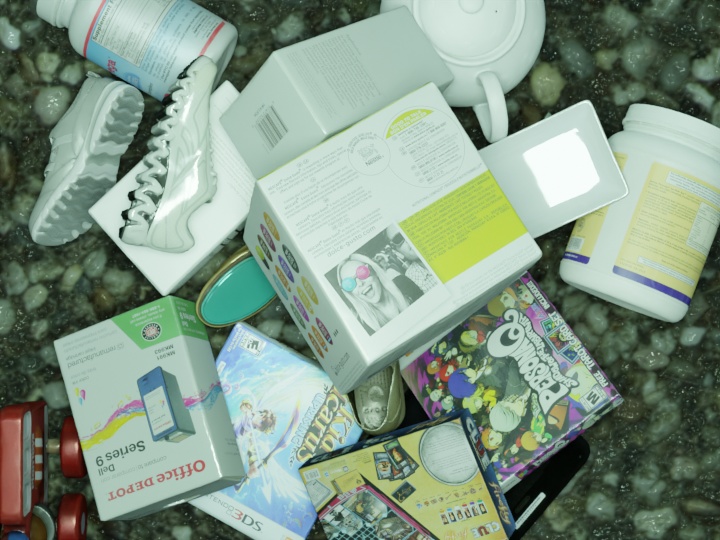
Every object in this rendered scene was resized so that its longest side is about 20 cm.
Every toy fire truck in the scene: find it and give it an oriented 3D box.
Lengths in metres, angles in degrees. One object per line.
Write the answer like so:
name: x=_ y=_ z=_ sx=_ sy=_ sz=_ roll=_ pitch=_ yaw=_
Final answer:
toy fire truck: x=-0.352 y=0.236 z=1.384 sx=0.110 sy=0.168 sz=0.203 roll=2 pitch=90 yaw=-1

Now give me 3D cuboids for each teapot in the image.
teapot: x=0.112 y=-0.268 z=1.404 sx=0.199 sy=0.146 sz=0.199 roll=31 pitch=90 yaw=-3

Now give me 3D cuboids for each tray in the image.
tray: x=0.170 y=-0.088 z=1.382 sx=0.198 sy=0.022 sz=0.109 roll=-24 pitch=88 yaw=14

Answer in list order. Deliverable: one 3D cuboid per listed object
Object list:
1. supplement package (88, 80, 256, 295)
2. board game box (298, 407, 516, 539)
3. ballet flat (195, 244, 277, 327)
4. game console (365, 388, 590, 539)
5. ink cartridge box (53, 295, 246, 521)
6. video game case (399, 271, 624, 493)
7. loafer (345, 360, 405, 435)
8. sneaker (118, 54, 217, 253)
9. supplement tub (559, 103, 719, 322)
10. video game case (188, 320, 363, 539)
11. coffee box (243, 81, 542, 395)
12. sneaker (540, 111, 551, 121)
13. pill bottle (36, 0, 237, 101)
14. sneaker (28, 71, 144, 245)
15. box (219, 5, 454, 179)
supplement package: x=-0.172 y=-0.085 z=1.409 sx=0.200 sy=0.120 sz=0.121 roll=-42 pitch=92 yaw=-1
board game box: x=0.047 y=0.237 z=1.379 sx=0.198 sy=0.035 sz=0.137 roll=-20 pitch=95 yaw=26
ballet flat: x=-0.099 y=-0.013 z=1.442 sx=0.199 sy=0.063 sz=0.069 roll=-37 pitch=116 yaw=-5
game console: x=0.124 y=0.208 z=1.472 sx=0.200 sy=0.116 sz=0.176 roll=-49 pitch=122 yaw=0
ink cartridge box: x=-0.221 y=0.147 z=1.395 sx=0.144 sy=0.087 sz=0.202 roll=-20 pitch=79 yaw=10
video game case: x=0.152 y=0.113 z=1.412 sx=0.181 sy=0.036 sz=0.201 roll=-38 pitch=63 yaw=7
loafer: x=0.008 y=0.080 z=1.389 sx=0.075 sy=0.067 sz=0.203 roll=-15 pitch=98 yaw=6
sneaker: x=-0.176 y=-0.114 z=1.320 sx=0.080 sy=0.075 sz=0.202 roll=19 pitch=91 yaw=-14
supplement tub: x=0.310 y=-0.061 z=1.411 sx=0.144 sy=0.145 sz=0.202 roll=21 pitch=90 yaw=-2
video game case: x=-0.104 y=0.185 z=1.452 sx=0.180 sy=0.045 sz=0.202 roll=29 pitch=90 yaw=-3
coffee box: x=0.022 y=-0.026 z=1.275 sx=0.199 sy=0.200 sz=0.199 roll=-31 pitch=83 yaw=-14
sneaker: x=0.185 y=-0.066 z=1.443 sx=0.088 sy=0.074 sz=0.201 roll=34 pitch=90 yaw=0
pill bottle: x=-0.239 y=-0.258 z=1.412 sx=0.198 sy=0.109 sz=0.110 roll=29 pitch=90 yaw=-1
sneaker: x=-0.308 y=-0.121 z=1.443 sx=0.082 sy=0.074 sz=0.202 roll=33 pitch=96 yaw=34
box: x=-0.023 y=-0.173 z=1.334 sx=0.199 sy=0.124 sz=0.098 roll=-28 pitch=81 yaw=-42
